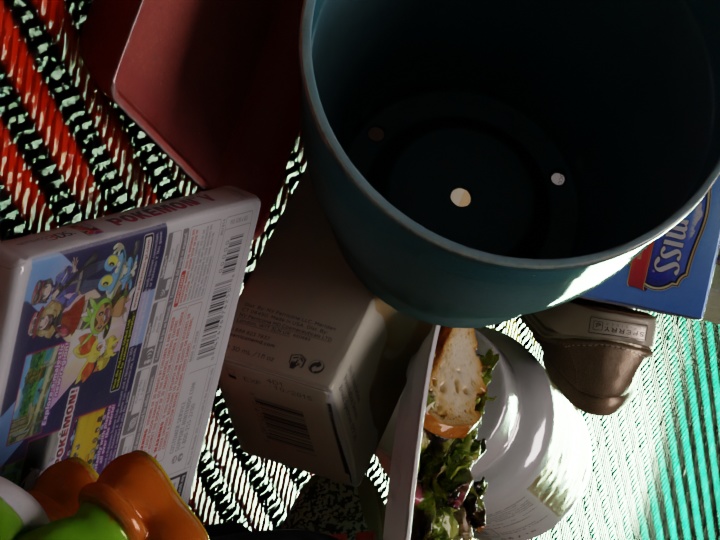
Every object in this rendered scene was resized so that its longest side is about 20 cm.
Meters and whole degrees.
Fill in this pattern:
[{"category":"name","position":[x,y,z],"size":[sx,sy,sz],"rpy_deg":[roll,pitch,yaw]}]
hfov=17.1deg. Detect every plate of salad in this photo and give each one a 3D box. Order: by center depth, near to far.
[{"category":"plate of salad","position":[0.042,0.117,1.245],"size":[0.200,0.048,0.201],"rpy_deg":[6,90,-85]}]

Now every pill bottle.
[{"category":"pill bottle","position":[0.068,0.095,1.450],"size":[0.200,0.114,0.115],"rpy_deg":[43,63,-68]}]

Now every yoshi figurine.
[{"category":"yoshi figurine","position":[-0.147,0.155,0.894],"size":[0.200,0.112,0.113],"rpy_deg":[-33,144,-34]}]

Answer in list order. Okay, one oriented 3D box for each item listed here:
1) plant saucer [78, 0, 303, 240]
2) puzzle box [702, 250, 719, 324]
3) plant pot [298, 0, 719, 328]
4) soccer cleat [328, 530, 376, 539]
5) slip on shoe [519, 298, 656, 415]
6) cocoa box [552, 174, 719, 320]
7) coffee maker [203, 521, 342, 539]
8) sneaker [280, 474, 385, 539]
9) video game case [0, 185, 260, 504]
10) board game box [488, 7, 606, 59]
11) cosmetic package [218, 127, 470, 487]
[{"category":"plant saucer","position":[-0.057,-0.137,1.064],"size":[0.200,0.037,0.200],"rpy_deg":[49,58,-68]},{"category":"puzzle box","position":[0.205,-0.009,1.621],"size":[0.133,0.199,0.026],"rpy_deg":[-34,135,-60]},{"category":"plant pot","position":[0.060,-0.065,1.129],"size":[0.188,0.200,0.201],"rpy_deg":[112,0,-69]},{"category":"soccer cleat","position":[-0.048,0.175,1.202],"size":[0.200,0.069,0.078],"rpy_deg":[2,81,-54]},{"category":"slip on shoe","position":[0.134,0.045,1.435],"size":[0.200,0.076,0.061],"rpy_deg":[-146,-116,-81]},{"category":"cocoa box","position":[0.141,-0.054,1.421],"size":[0.200,0.131,0.134],"rpy_deg":[-112,-146,-85]},{"category":"coffee maker","position":[-0.076,0.229,1.066],"size":[0.192,0.134,0.200],"rpy_deg":[-27,140,-56]},{"category":"sneaker","position":[-0.043,0.184,1.292],"size":[0.200,0.077,0.089],"rpy_deg":[-68,149,-28]},{"category":"video game case","position":[-0.118,0.070,1.018],"size":[0.182,0.023,0.201],"rpy_deg":[-19,128,-60]},{"category":"board game box","position":[0.090,-0.188,1.181],"size":[0.047,0.199,0.151],"rpy_deg":[-48,148,-51]},{"category":"cosmetic package","position":[0.000,0.000,1.262],"size":[0.105,0.071,0.200],"rpy_deg":[75,35,-56]}]
